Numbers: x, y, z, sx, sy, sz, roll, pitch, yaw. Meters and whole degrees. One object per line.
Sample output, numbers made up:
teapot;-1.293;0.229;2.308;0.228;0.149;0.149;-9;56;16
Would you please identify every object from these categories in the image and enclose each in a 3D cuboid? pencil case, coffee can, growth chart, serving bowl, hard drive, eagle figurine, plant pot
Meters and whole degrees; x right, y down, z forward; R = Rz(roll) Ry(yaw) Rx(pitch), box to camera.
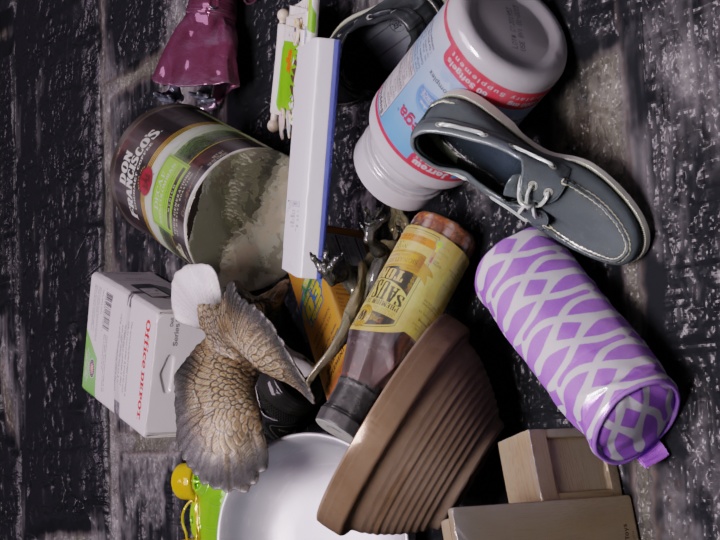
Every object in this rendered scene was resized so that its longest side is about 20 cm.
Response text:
pencil case;0.158;0.053;1.174;0.086;0.083;0.201;72;170;-45
coffee can;-0.154;-0.079;1.620;0.200;0.145;0.148;30;114;54
growth chart;-0.065;-0.205;1.554;0.200;0.018;0.147;177;98;-77
serving bowl;-0.032;0.249;1.443;0.198;0.066;0.203;-2;86;26
hard drive;-0.044;-0.098;1.390;0.132;0.025;0.203;-158;72;-81
eagle figurine;-0.104;0.082;1.437;0.201;0.149;0.153;-79;-26;-63
plant pot;0.055;0.143;1.285;0.092;0.201;0.202;31;124;9

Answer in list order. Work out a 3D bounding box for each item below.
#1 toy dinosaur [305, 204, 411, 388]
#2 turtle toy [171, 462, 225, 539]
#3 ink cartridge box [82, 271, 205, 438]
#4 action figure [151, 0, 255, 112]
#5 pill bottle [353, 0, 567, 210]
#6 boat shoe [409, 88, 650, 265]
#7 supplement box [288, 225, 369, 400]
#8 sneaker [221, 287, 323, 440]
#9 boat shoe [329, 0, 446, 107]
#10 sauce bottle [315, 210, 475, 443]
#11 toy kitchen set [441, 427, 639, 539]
toy dinosaur;0.000;0.000;1.344;0.047;0.201;0.089;14;143;29
turtle toy;-0.107;0.269;1.568;0.144;0.101;0.203;-5;83;32
ink cartridge box;-0.244;0.093;1.817;0.199;0.083;0.147;24;109;57
action figure;-0.154;-0.277;1.708;0.149;0.132;0.202;40;-119;-77
pill bottle;0.074;-0.138;1.287;0.200;0.108;0.110;-50;49;46
boat shoe;0.123;-0.060;1.177;0.199;0.062;0.073;37;134;16
supplement box;-0.011;0.045;1.433;0.201;0.068;0.067;-109;35;-49
sneaker;-0.115;0.094;1.616;0.115;0.076;0.200;-55;50;33
boat shoe;0.007;-0.191;1.419;0.075;0.066;0.199;52;141;-12
sauce bottle;0.027;0.048;1.314;0.066;0.066;0.201;-2;55;58
toy kitchen set;0.095;0.239;1.187;0.180;0.162;0.202;-33;61;53
